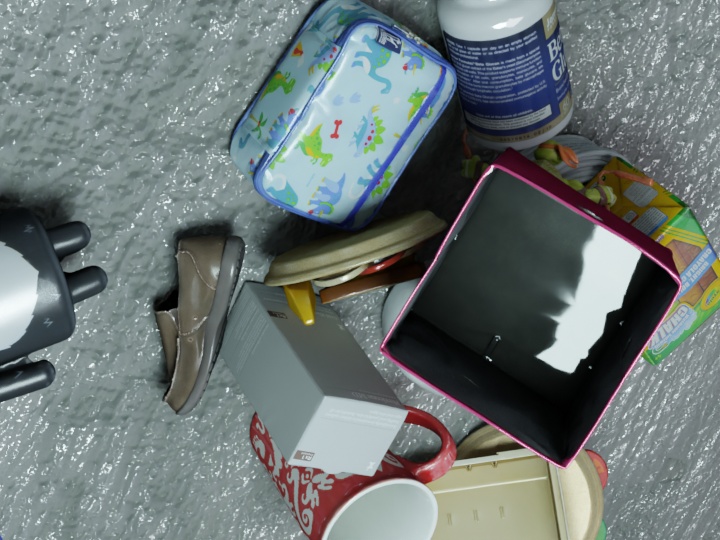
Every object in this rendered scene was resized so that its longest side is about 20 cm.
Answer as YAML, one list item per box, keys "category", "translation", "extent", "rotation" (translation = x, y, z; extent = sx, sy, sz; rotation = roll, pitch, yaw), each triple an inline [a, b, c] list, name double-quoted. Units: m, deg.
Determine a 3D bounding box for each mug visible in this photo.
- category: "mug"
  translation: [-0.008, 0.208, 1.536]
  extent: [0.176, 0.200, 0.134]
  rotation: [-11, 124, -27]

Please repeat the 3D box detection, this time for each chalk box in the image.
- category: "chalk box"
  translation: [0.299, 0.004, 1.556]
  extent: [0.124, 0.124, 0.200]
  rotation: [-44, 132, -1]

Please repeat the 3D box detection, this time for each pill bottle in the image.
- category: "pill bottle"
  translation: [0.134, -0.223, 1.403]
  extent: [0.111, 0.111, 0.201]
  rotation: [-29, 131, -12]

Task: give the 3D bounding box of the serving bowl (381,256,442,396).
- category: "serving bowl"
  translation: [0.122, 0.071, 1.565]
  extent: [0.198, 0.066, 0.201]
  rotation: [-1, 132, -2]

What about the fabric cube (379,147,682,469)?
- category: "fabric cube"
  translation: [0.158, 0.025, 1.342]
  extent: [0.195, 0.199, 0.201]
  rotation: [32, 103, 4]

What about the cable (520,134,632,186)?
- category: "cable"
  translation: [0.212, -0.048, 1.598]
  extent: [0.200, 0.069, 0.200]
  rotation: [-39, 132, -6]

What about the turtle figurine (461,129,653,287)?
- category: "turtle figurine"
  translation: [0.181, -0.063, 1.475]
  extent: [0.064, 0.198, 0.163]
  rotation: [58, 49, -78]

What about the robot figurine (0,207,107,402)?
- category: "robot figurine"
  translation: [-0.320, 0.021, 1.265]
  extent: [0.199, 0.151, 0.125]
  rotation: [-21, 144, -20]

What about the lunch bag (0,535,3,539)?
- category: "lunch bag"
  translation: [-0.426, 0.232, 1.338]
  extent: [0.169, 0.127, 0.201]
  rotation: [-29, 121, -14]

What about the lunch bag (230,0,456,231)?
- category: "lunch bag"
  translation: [-0.012, -0.143, 1.387]
  extent: [0.160, 0.082, 0.201]
  rotation: [25, 105, -43]

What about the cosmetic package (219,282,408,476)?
- category: "cosmetic package"
  translation: [-0.051, 0.104, 1.440]
  extent: [0.106, 0.200, 0.091]
  rotation: [13, 112, -38]

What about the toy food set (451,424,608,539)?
- category: "toy food set"
  translation: [0.192, 0.270, 1.731]
  extent: [0.198, 0.200, 0.049]
  rotation: [-48, 173, 7]

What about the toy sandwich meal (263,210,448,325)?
- category: "toy sandwich meal"
  translation: [0.000, 0.000, 1.417]
  extent: [0.204, 0.205, 0.071]
  rotation: [-20, 98, -20]

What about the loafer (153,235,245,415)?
- category: "loafer"
  translation: [-0.165, 0.047, 1.432]
  extent: [0.070, 0.073, 0.201]
  rotation: [17, 115, -2]

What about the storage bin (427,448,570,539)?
- category: "storage bin"
  translation: [0.132, 0.304, 1.645]
  extent: [0.198, 0.200, 0.094]
  rotation: [-9, 164, 5]
